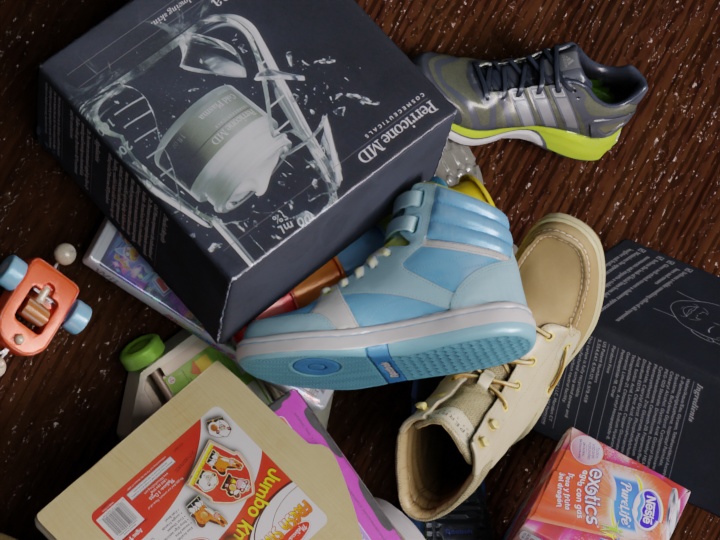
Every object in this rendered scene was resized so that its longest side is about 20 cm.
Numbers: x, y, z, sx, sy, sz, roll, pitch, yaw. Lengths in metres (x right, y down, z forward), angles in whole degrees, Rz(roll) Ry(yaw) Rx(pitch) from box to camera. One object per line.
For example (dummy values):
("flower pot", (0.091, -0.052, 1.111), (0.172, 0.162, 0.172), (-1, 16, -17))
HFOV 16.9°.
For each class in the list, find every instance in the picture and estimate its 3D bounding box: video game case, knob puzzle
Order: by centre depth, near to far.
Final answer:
("knob puzzle", (-0.085, 0.183, 1.578), (0.219, 0.030, 0.220), (10, 60, -17))
("video game case", (-0.079, -0.012, 1.689), (0.200, 0.018, 0.143), (34, 66, -17))

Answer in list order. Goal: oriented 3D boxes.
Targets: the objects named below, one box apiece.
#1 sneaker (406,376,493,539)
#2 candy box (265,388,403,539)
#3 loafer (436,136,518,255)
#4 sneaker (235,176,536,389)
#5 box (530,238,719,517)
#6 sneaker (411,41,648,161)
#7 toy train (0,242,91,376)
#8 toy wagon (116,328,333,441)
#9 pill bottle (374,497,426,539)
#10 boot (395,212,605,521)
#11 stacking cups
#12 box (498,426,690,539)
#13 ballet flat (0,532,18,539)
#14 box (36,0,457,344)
("sneaker", (0.060, 0.139, 1.800), (0.066, 0.078, 0.200), (5, 75, -17))
("candy box", (-0.088, 0.193, 1.640), (0.200, 0.061, 0.136), (-34, 83, -11))
("loafer", (0.062, -0.034, 1.769), (0.070, 0.070, 0.200), (-28, 92, -54))
("sneaker", (0.013, 0.006, 1.618), (0.200, 0.080, 0.131), (-6, 68, 4))
("box", (0.235, 0.078, 1.765), (0.148, 0.200, 0.107), (-29, 136, -51))
("sneaker", (0.122, -0.137, 1.771), (0.200, 0.081, 0.074), (4, 55, -33))
("toy train", (-0.286, 0.017, 1.603), (0.200, 0.056, 0.150), (33, 72, -26))
("toy wagon", (-0.112, 0.107, 1.710), (0.200, 0.040, 0.155), (-37, 111, -19))
("pill bottle", (-0.041, 0.257, 1.724), (0.200, 0.111, 0.111), (-31, 109, -21))
("boot", (0.093, 0.068, 1.663), (0.155, 0.073, 0.200), (-39, 157, -55))
("stacking cups", (0.000, 0.000, 1.676), (0.200, 0.060, 0.061), (-25, 107, -15))
("box", (0.150, 0.213, 1.751), (0.100, 0.200, 0.096), (28, 56, 3))
("ballet flat", (-0.227, 0.210, 1.579), (0.063, 0.200, 0.069), (-14, 111, -69))
("box", (-0.078, -0.096, 1.609), (0.200, 0.124, 0.197), (-38, 78, -19))
